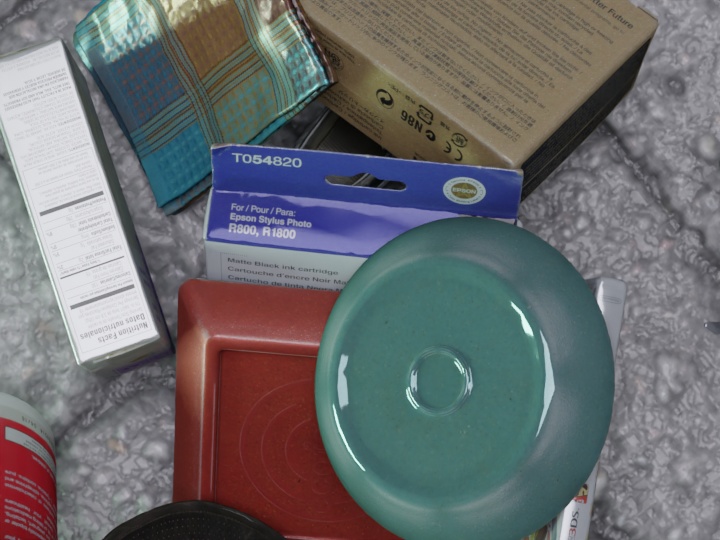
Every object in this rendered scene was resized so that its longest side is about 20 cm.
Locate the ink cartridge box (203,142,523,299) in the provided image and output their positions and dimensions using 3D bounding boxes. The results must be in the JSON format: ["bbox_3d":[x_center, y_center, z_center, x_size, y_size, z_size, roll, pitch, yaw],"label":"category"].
[{"bbox_3d":[0.000,0.000,1.573,0.198,0.200,0.041,5,57,2],"label":"ink cartridge box"}]

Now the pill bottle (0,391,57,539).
[{"bbox_3d":[-0.245,0.182,1.556,0.111,0.113,0.201,-8,48,0],"label":"pill bottle"}]

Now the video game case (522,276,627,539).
[{"bbox_3d":[0.115,0.100,1.558,0.023,0.200,0.183,11,85,-11],"label":"video game case"}]

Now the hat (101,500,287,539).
[{"bbox_3d":[-0.117,0.246,1.600,0.199,0.081,0.202,0,91,-22],"label":"hat"}]

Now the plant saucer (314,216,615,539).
[{"bbox_3d":[0.053,0.066,1.476,0.199,0.036,0.202,-3,84,28],"label":"plant saucer"}]

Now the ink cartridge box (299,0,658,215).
[{"bbox_3d":[0.063,-0.148,1.597,0.200,0.075,0.165,37,57,17],"label":"ink cartridge box"}]

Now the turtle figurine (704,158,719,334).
[{"bbox_3d":[0.318,-0.010,1.584,0.193,0.200,0.145,19,100,-6],"label":"turtle figurine"}]

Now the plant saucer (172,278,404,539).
[{"bbox_3d":[-0.023,0.108,1.589,0.198,0.037,0.201,5,118,2],"label":"plant saucer"}]

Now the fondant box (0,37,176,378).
[{"bbox_3d":[-0.180,-0.036,1.604,0.058,0.144,0.201,-18,84,-2],"label":"fondant box"}]

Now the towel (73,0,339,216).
[{"bbox_3d":[-0.104,-0.138,1.604,0.022,0.200,0.147,-22,82,-43],"label":"towel"}]

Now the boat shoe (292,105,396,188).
[{"bbox_3d":[0.009,-0.092,1.639,0.072,0.071,0.200,36,81,5],"label":"boat shoe"}]
